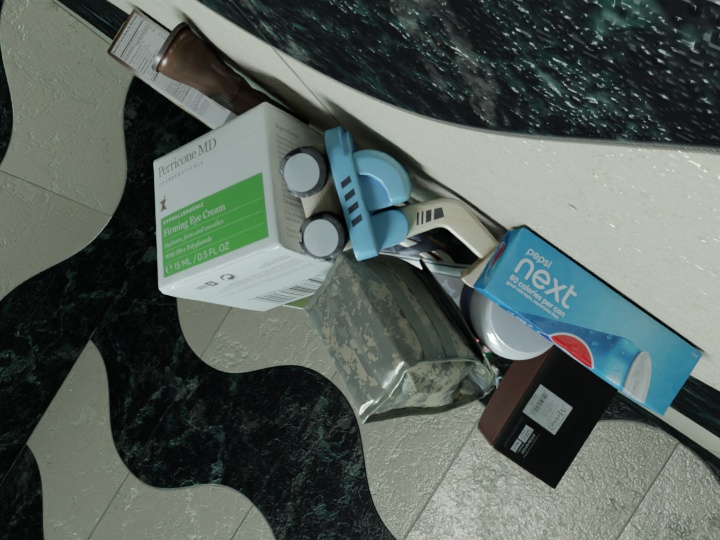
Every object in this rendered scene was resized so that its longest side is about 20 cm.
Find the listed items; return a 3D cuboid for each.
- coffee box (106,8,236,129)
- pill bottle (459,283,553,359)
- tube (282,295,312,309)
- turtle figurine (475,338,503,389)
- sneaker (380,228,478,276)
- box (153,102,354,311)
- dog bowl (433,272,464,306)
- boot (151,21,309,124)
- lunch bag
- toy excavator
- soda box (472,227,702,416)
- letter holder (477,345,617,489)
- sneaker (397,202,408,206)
[{"bbox_3d":[-0.269,-0.295,1.000,0.198,0.081,0.114,35,-179,-3],"label":"coffee box"},{"bbox_3d":[0.176,0.043,0.755,0.108,0.110,0.200,34,-179,3],"label":"pill bottle"},{"bbox_3d":[-0.058,-0.002,0.978,0.052,0.057,0.202,53,-153,-25],"label":"tube"},{"bbox_3d":[0.220,0.082,0.958,0.101,0.149,0.200,49,-168,2],"label":"turtle figurine"},{"bbox_3d":[0.104,-0.039,0.912,0.194,0.082,0.078,9,-173,3],"label":"sneaker"},{"bbox_3d":[-0.118,-0.065,0.810,0.195,0.176,0.198,-17,161,30],"label":"box"},{"bbox_3d":[0.117,0.003,1.034,0.195,0.060,0.201,14,-161,-5],"label":"dog bowl"},{"bbox_3d":[-0.146,-0.212,0.805,0.198,0.065,0.187,38,-166,-9],"label":"boot"},{"bbox_3d":[0.061,0.074,0.756,0.197,0.118,0.166,5,-137,-43],"label":"lunch bag"},{"bbox_3d":[0.039,-0.060,0.661,0.100,0.195,0.199,-51,-55,-76],"label":"toy excavator"},{"bbox_3d":[0.206,0.045,0.606,0.198,0.069,0.064,35,-178,0],"label":"soda box"},{"bbox_3d":[0.240,0.143,0.837,0.099,0.203,0.142,32,-178,-7],"label":"letter holder"},{"bbox_3d":[0.011,-0.090,1.011,0.198,0.094,0.070,34,-179,-21],"label":"sneaker"}]
